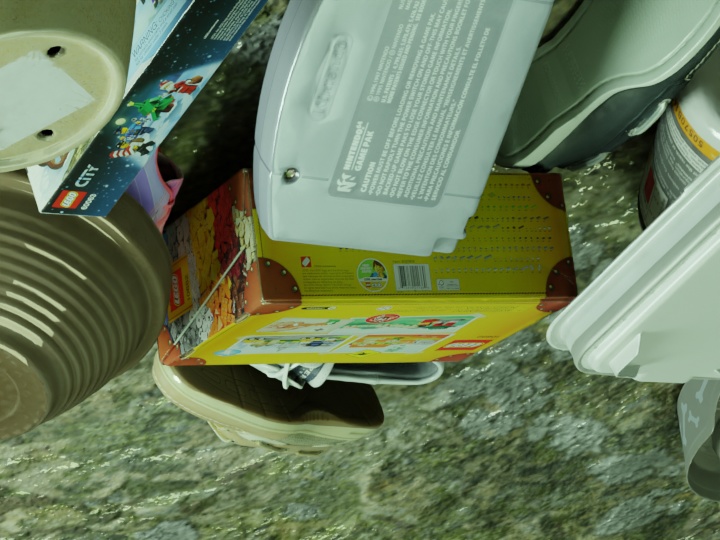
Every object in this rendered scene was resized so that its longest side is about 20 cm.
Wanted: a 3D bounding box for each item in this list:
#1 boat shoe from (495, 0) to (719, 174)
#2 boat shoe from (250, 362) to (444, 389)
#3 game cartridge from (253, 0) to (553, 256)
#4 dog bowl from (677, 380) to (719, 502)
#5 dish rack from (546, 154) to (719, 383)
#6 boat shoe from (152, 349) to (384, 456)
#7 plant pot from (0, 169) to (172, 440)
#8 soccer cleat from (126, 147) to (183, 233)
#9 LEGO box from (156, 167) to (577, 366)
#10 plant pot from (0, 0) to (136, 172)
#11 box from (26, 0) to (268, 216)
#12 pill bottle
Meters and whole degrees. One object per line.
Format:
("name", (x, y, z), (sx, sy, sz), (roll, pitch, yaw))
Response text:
("boat shoe", (0.148, -0.117, 1.455), (0.060, 0.076, 0.200), (6, 154, -38))
("boat shoe", (-0.034, 0.039, 1.602), (0.199, 0.069, 0.072), (10, 140, -40))
("game cartridge", (0.019, -0.102, 1.364), (0.133, 0.041, 0.201), (4, 121, -28))
("dog bowl", (0.318, 0.093, 1.908), (0.199, 0.059, 0.201), (-14, 149, -9))
("dish rack", (0.217, 0.004, 1.479), (0.171, 0.044, 0.200), (3, 142, -41))
("boat shoe", (-0.067, 0.083, 1.658), (0.065, 0.072, 0.199), (-36, 152, 25))
("plant pot", (-0.202, 0.025, 1.388), (0.199, 0.093, 0.201), (4, 143, 3))
("soccer cleat", (-0.129, -0.027, 1.448), (0.076, 0.067, 0.200), (-18, 148, -11))
("LEGO box", (0.000, 0.000, 1.501), (0.199, 0.078, 0.149), (0, 165, -27))
("plant pot", (-0.163, -0.148, 1.088), (0.186, 0.201, 0.188), (-15, 150, -9))
("box", (-0.105, -0.138, 1.201), (0.037, 0.137, 0.200), (3, 144, -36))
("pill bottle", (0.224, -0.056, 1.549), (0.116, 0.117, 0.200), (-12, 150, -13))
